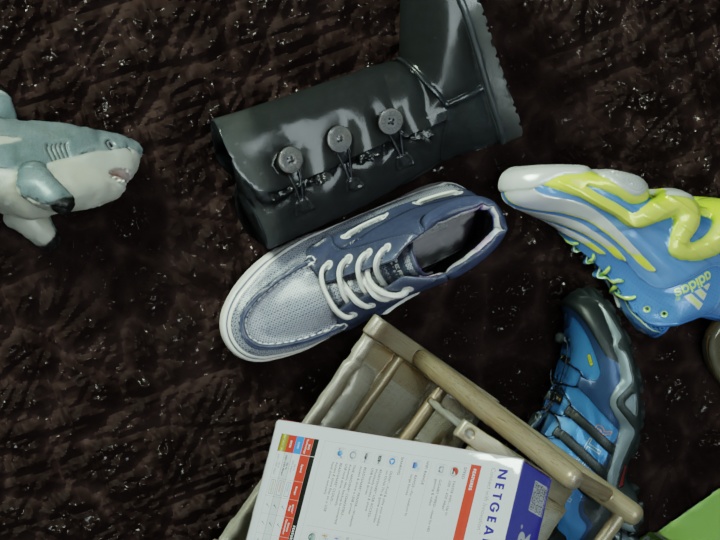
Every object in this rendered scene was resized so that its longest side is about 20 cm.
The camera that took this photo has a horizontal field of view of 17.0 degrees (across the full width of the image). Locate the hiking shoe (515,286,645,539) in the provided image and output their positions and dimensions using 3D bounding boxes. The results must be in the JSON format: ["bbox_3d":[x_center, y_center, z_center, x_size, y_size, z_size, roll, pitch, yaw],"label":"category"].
[{"bbox_3d":[0.146,0.113,1.665,0.087,0.074,0.200,-5,96,-14],"label":"hiking shoe"}]

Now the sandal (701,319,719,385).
[{"bbox_3d":[0.328,0.097,1.718,0.080,0.054,0.200,-44,103,-6],"label":"sandal"}]

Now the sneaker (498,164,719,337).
[{"bbox_3d":[0.185,-0.011,1.660,0.200,0.076,0.105,11,87,-15],"label":"sneaker"}]

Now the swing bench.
[{"bbox_3d":[0.040,0.172,1.598,0.199,0.200,0.130,-54,148,1],"label":"swing bench"}]

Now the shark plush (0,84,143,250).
[{"bbox_3d":[-0.248,-0.086,1.577,0.200,0.091,0.083,21,69,6],"label":"shark plush"}]

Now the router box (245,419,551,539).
[{"bbox_3d":[0.009,0.205,1.497,0.179,0.049,0.200,8,75,29],"label":"router box"}]

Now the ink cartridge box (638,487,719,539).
[{"bbox_3d":[0.255,0.247,1.703,0.200,0.076,0.148,-34,102,-7],"label":"ink cartridge box"}]

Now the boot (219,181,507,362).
[{"bbox_3d":[0.000,0.000,1.611,0.200,0.090,0.073,-32,101,-9],"label":"boot"}]

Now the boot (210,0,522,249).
[{"bbox_3d":[-0.010,-0.126,1.617,0.200,0.066,0.165,-23,98,-6],"label":"boot"}]
